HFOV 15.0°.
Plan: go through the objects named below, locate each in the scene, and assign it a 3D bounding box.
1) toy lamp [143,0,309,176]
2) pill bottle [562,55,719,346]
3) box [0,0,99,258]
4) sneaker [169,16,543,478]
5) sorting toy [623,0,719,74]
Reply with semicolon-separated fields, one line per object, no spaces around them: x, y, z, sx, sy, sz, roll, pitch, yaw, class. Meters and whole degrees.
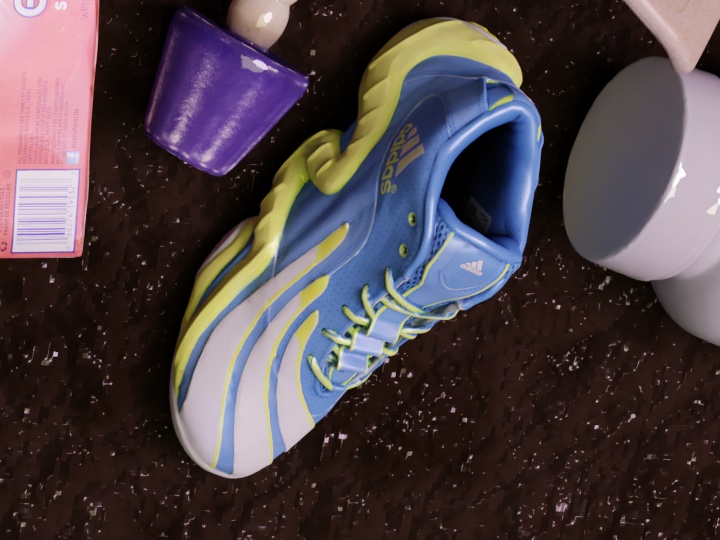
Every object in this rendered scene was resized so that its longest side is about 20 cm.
-0.016;-0.128;0.994;0.058;0.058;0.200;28;98;-26;toy lamp
0.183;-0.014;1.078;0.199;0.112;0.113;18;101;-25;pill bottle
-0.147;-0.111;0.928;0.102;0.095;0.201;-2;109;-20;box
0.000;0.000;1.017;0.076;0.105;0.200;26;97;-26;sneaker
0.095;-0.200;0.986;0.200;0.036;0.185;48;57;-30;sorting toy
